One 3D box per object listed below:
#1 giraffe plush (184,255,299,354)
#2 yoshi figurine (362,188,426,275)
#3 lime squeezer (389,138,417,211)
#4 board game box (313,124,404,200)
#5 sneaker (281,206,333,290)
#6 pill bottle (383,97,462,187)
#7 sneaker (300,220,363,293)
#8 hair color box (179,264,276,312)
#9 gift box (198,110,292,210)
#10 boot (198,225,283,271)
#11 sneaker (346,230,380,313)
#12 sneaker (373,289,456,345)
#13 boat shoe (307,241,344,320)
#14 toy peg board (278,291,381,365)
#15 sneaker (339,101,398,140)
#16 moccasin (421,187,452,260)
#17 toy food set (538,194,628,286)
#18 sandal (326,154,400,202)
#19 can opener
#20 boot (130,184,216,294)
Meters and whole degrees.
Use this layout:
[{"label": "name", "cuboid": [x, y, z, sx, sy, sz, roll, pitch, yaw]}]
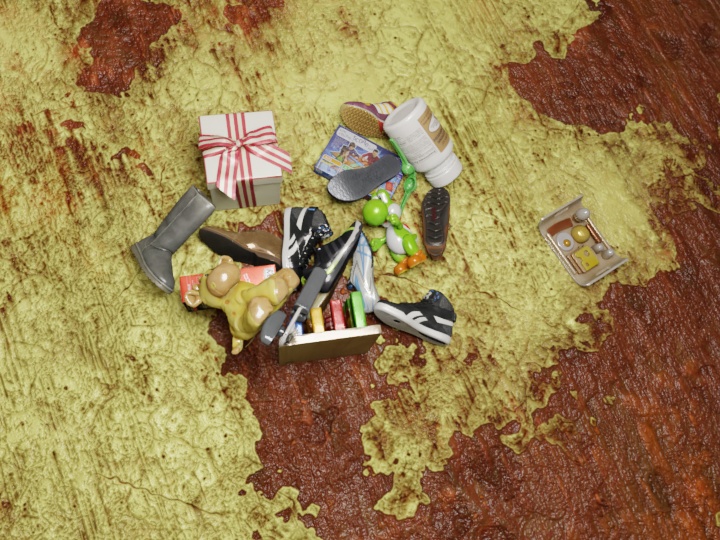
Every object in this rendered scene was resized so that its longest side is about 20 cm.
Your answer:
[{"label": "giraffe plush", "cuboid": [-0.244, 0.046, 1.154, 0.162, 0.200, 0.173, 41, 30, -1]}, {"label": "yoshi figurine", "cuboid": [0.064, -0.089, 1.343, 0.112, 0.112, 0.200, -26, 86, 6]}, {"label": "lime squeezer", "cuboid": [0.102, -0.224, 1.394, 0.071, 0.038, 0.200, -17, 118, -21]}, {"label": "board game box", "cuboid": [0.004, -0.254, 1.426, 0.200, 0.034, 0.135, 28, 72, -1]}, {"label": "sneaker", "cuboid": [-0.115, -0.056, 1.316, 0.112, 0.073, 0.200, -6, 73, 9]}, {"label": "pill bottle", "cuboid": [0.154, -0.300, 1.388, 0.200, 0.114, 0.114, 48, 70, -27]}, {"label": "sneaker", "cuboid": [-0.063, -0.044, 1.274, 0.083, 0.072, 0.200, 28, 62, 6]}, {"label": "hair color box", "cuboid": [-0.281, 0.039, 1.261, 0.200, 0.102, 0.061, -8, 77, -11]}, {"label": "gift box", "cuboid": [-0.256, -0.235, 1.300, 0.184, 0.187, 0.200, -13, 76, -12]}, {"label": "boot", "cuboid": [-0.263, -0.063, 1.319, 0.200, 0.074, 0.076, 22, 56, -9]}, {"label": "sneaker", "cuboid": [0.000, 0.000, 1.337, 0.072, 0.072, 0.200, -7, 71, 2]}, {"label": "sneaker", "cuboid": [0.126, 0.083, 1.315, 0.200, 0.073, 0.112, 27, 66, -22]}, {"label": "boat shoe", "cuboid": [-0.085, 0.025, 1.318, 0.063, 0.073, 0.200, 24, 61, 5]}, {"label": "toy peg board", "cuboid": [-0.076, 0.120, 1.221, 0.199, 0.200, 0.098, -6, 71, -11]}, {"label": "sneaker", "cuboid": [0.041, -0.384, 1.448, 0.200, 0.075, 0.090, 16, 52, -20]}, {"label": "moccasin", "cuboid": [0.185, -0.115, 1.397, 0.074, 0.078, 0.202, -4, 55, 6]}, {"label": "toy food set", "cuboid": [0.556, -0.076, 1.451, 0.143, 0.060, 0.200, -30, 80, -16]}, {"label": "sandal", "cuboid": [0.009, -0.211, 1.380, 0.200, 0.043, 0.076, -25, 88, -25]}, {"label": "can opener", "cuboid": [-0.122, 0.066, 1.115, 0.066, 0.053, 0.200, 31, 46, -1]}, {"label": "boot", "cuboid": [-0.385, -0.069, 1.251, 0.200, 0.073, 0.182, -39, 61, -5]}]
